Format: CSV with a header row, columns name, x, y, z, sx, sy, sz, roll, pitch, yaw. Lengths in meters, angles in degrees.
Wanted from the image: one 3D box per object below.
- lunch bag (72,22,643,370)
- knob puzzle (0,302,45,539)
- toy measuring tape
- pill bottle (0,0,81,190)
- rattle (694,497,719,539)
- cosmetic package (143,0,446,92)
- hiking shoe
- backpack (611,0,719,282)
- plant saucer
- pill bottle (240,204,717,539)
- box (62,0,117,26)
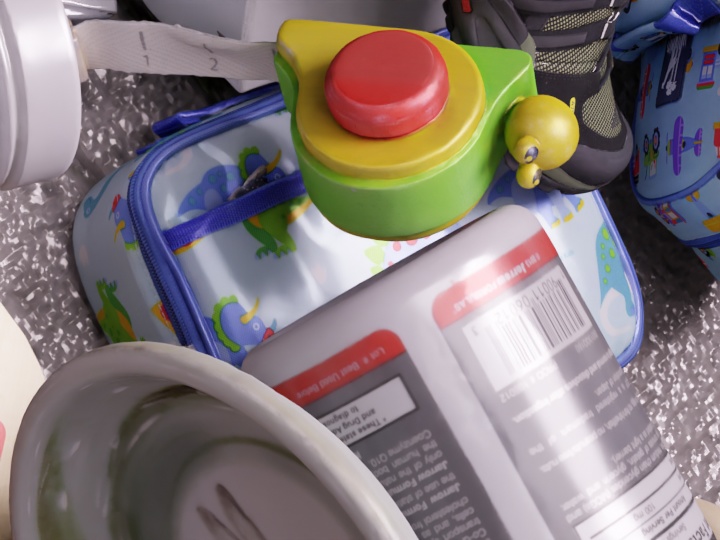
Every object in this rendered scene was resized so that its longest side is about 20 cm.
name,x,y,z,sx,sy,sz,roll,pitch,yaw
lunch bag,0.000,0.000,1.035,0.199,0.082,0.162,-23,89,-33
knob puzzle,-0.188,0.066,0.936,0.218,0.030,0.221,7,77,-29
toy measuring tape,-0.024,-0.049,0.939,0.199,0.074,0.074,7,71,16
pill bottle,-0.196,-0.050,0.878,0.199,0.112,0.113,-14,87,-25
rattle,0.099,0.127,0.994,0.142,0.200,0.131,29,66,-22
cosmetic package,0.007,-0.150,1.042,0.199,0.082,0.113,-20,49,-34
hiking shoe,0.075,-0.106,0.964,0.200,0.100,0.076,60,14,-44
backpack,0.168,-0.091,1.104,0.134,0.182,0.201,23,80,-16
plant saucer,-0.030,0.108,0.891,0.050,0.200,0.201,-29,95,-41
pill bottle,0.054,0.090,0.922,0.116,0.116,0.201,-29,91,-32
box,-0.193,-0.157,0.974,0.199,0.041,0.157,-6,82,-33
